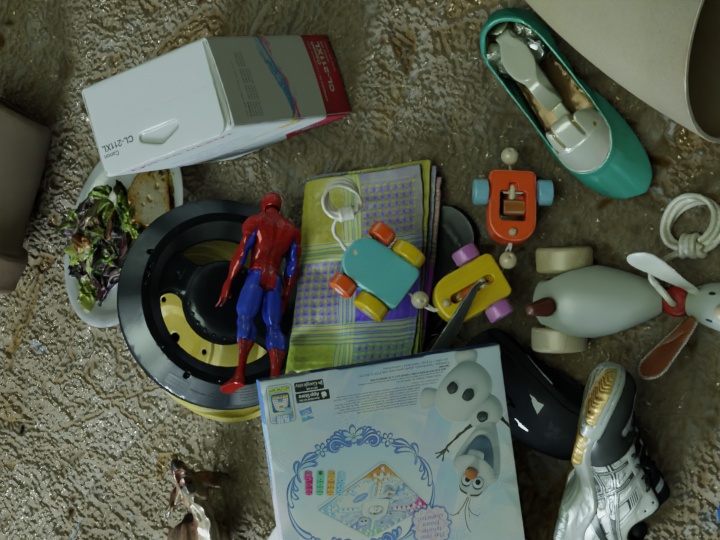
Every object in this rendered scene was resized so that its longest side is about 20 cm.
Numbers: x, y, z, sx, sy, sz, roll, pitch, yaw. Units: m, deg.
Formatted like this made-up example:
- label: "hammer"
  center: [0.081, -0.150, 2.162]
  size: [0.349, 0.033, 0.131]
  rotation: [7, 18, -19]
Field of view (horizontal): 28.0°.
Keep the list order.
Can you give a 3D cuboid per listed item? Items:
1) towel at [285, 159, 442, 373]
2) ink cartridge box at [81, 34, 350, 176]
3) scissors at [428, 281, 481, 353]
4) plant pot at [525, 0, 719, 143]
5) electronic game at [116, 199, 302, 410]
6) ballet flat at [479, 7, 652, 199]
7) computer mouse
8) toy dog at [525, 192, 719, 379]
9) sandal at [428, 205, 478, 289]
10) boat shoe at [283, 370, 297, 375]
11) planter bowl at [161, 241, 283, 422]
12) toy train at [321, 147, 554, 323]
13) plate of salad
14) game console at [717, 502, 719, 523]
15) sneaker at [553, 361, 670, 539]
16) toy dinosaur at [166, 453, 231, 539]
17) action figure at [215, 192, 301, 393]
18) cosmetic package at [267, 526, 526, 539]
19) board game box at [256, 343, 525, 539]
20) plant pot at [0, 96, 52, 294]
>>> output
- label: "towel"
  center: [0.000, 0.000, 1.304]
  size: [0.143, 0.023, 0.201]
  rotation: [-2, 74, 30]
- label: "ink cartridge box"
  center: [-0.125, -0.150, 1.288]
  size: [0.145, 0.200, 0.083]
  rotation: [-16, 90, 30]
- label: "scissors"
  center: [0.054, 0.099, 1.219]
  size: [0.073, 0.014, 0.200]
  rotation: [42, 102, -9]
- label: "plant pot"
  center: [0.225, -0.221, 1.109]
  size: [0.200, 0.187, 0.188]
  rotation: [30, 112, 37]
- label: "electronic game"
  center: [-0.126, 0.030, 1.336]
  size: [0.200, 0.200, 0.042]
  rotation: [63, 154, 6]
- label: "ballet flat"
  center: [0.163, -0.136, 1.203]
  size: [0.067, 0.070, 0.200]
  rotation: [-42, 78, 27]
- label: "computer mouse"
  center: [0.106, 0.116, 1.279]
  size: [0.200, 0.046, 0.140]
  rotation: [44, 116, 9]
- label: "toy dog"
  center: [0.216, 0.025, 1.185]
  size: [0.200, 0.096, 0.132]
  rotation: [-22, 88, 30]
- label: "sandal"
  center: [0.026, 0.017, 1.319]
  size: [0.075, 0.045, 0.200]
  rotation: [48, 117, 14]
- label: "boat shoe"
  center: [-0.046, 0.187, 1.232]
  size: [0.063, 0.074, 0.202]
  rotation: [-17, 91, 18]
- label: "planter bowl"
  center: [-0.160, 0.059, 1.409]
  size: [0.200, 0.083, 0.201]
  rotation: [5, 100, 29]
- label: "toy train"
  center: [0.067, -0.025, 1.241]
  size: [0.199, 0.056, 0.151]
  rotation: [-3, 79, -4]
- label: "plate of salad"
  center: [-0.244, -0.043, 1.422]
  size: [0.200, 0.048, 0.201]
  rotation: [-18, 64, 43]
- label: "game console"
  center: [0.410, 0.168, 1.145]
  size: [0.171, 0.118, 0.200]
  rotation: [47, 121, 50]
- label: "sneaker"
  center: [0.219, 0.159, 1.204]
  size: [0.087, 0.076, 0.200]
  rotation: [12, 130, 11]
- label: "toy dinosaur"
  center: [-0.167, 0.273, 1.454]
  size: [0.136, 0.086, 0.200]
  rotation: [56, 136, 22]
- label: "action figure"
  center: [-0.090, 0.019, 1.304]
  size: [0.052, 0.065, 0.200]
  rotation: [-37, 42, 57]
- label: "cosmetic package"
  center: [0.024, 0.283, 1.317]
  size: [0.200, 0.123, 0.200]
  rotation: [40, 113, 20]
- label: "board game box"
  center: [0.027, 0.172, 1.176]
  size: [0.199, 0.043, 0.200]
  rotation: [-8, 90, -8]
- label: "plant pot"
  center: [-0.406, -0.096, 1.481]
  size: [0.200, 0.200, 0.175]
  rotation: [31, 93, 22]
